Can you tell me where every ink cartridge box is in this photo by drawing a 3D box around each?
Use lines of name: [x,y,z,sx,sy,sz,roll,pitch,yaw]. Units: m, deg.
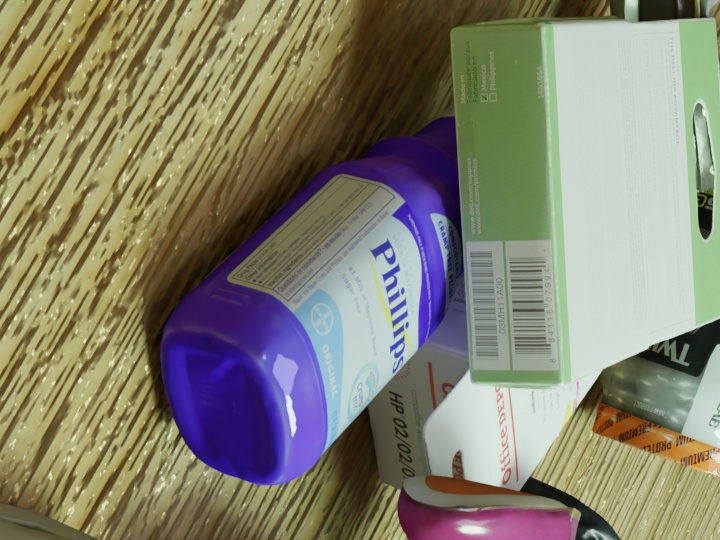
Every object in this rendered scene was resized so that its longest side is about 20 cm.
ink cartridge box: [0.059,0.033,0.971,0.200,0.067,0.116,-51,146,-35]
ink cartridge box: [0.105,-0.037,0.903,0.200,0.048,0.147,-14,102,-61]

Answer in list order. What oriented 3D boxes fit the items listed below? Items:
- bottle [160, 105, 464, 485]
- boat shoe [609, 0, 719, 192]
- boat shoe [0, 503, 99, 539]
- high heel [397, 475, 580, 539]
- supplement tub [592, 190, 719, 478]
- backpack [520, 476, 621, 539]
bottle: [0.000,0.000,0.841,0.200,0.065,0.084,-44,137,-42]
boat shoe: [0.150,-0.135,1.003,0.072,0.060,0.203,-95,-177,-74]
boat shoe: [-0.133,0.108,0.667,0.069,0.072,0.200,-69,162,-5]
high heel: [0.056,0.141,0.883,0.200,0.067,0.097,26,75,-65]
supplement tub: [0.208,0.013,1.182,0.122,0.122,0.201,23,85,-63]
backpack: [0.082,0.239,1.082,0.200,0.153,0.164,-48,150,-22]
